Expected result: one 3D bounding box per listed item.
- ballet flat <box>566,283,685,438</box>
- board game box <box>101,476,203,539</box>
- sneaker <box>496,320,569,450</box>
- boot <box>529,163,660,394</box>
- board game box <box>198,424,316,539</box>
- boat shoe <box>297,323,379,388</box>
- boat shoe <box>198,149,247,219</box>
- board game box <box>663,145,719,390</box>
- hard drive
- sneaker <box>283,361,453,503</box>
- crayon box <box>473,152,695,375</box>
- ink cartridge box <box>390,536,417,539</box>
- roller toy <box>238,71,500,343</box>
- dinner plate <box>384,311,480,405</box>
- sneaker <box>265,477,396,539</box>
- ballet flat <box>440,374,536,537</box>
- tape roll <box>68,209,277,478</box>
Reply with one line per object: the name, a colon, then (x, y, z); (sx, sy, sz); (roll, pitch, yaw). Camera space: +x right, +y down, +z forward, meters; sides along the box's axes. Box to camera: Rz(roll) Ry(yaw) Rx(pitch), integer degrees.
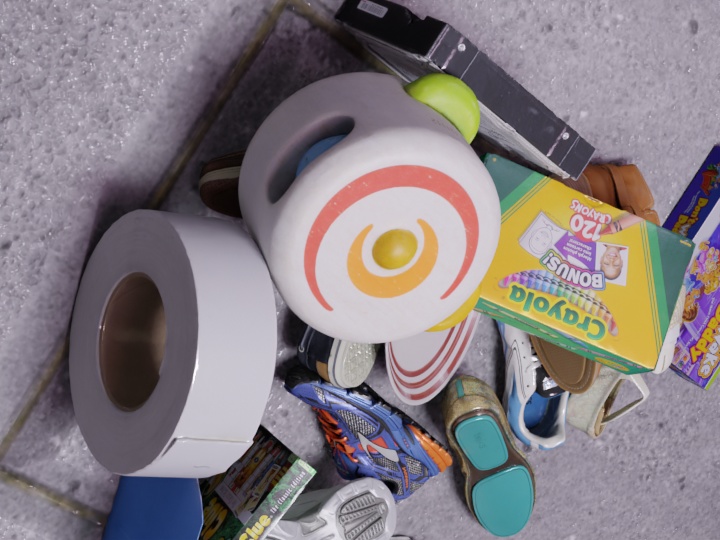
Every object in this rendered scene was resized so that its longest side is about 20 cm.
ballet flat: (0.255, 0.083, 1.698); (0.067, 0.062, 0.200); (-32, 163, -48)
board game box: (-0.159, 0.231, 1.468); (0.039, 0.158, 0.201); (12, 101, -31)
sneaker: (0.163, 0.070, 1.676); (0.072, 0.072, 0.201); (-18, 115, -26)
boot: (0.220, 0.001, 1.652); (0.155, 0.074, 0.201); (-14, 100, -48)
board game box: (-0.094, 0.179, 1.473); (0.023, 0.200, 0.105); (37, 84, -13)
boat shoe: (0.000, 0.000, 1.545); (0.075, 0.062, 0.201); (35, 72, -55)
boat shoe: (-0.036, -0.089, 1.490); (0.202, 0.075, 0.075); (-2, 153, -20)
board game box: (0.342, -0.001, 1.785); (0.134, 0.045, 0.200); (34, 88, -38)
hard drive: (0.086, -0.150, 1.494); (0.200, 0.140, 0.038); (33, 89, -39)
sneaker: (0.001, 0.146, 1.599); (0.200, 0.075, 0.079); (39, 88, -36)
crayon box: (0.168, -0.004, 1.539); (0.200, 0.058, 0.119); (22, 78, -11)
ink cartridge box: (0.036, 0.319, 1.609); (0.145, 0.200, 0.085); (3, 112, -35)
roller toy: (0.008, -0.042, 1.389); (0.182, 0.140, 0.201); (-5, 122, -17)
dinner plate: (0.063, 0.017, 1.578); (0.200, 0.024, 0.201); (-37, 134, -52)
sneaker: (-0.069, 0.238, 1.569); (0.200, 0.099, 0.078); (-16, 91, -29)
ballet flat: (0.117, 0.167, 1.685); (0.071, 0.071, 0.200); (-39, 138, -15)
tape roll: (-0.144, 0.057, 1.383); (0.071, 0.202, 0.203); (7, 104, -36)
